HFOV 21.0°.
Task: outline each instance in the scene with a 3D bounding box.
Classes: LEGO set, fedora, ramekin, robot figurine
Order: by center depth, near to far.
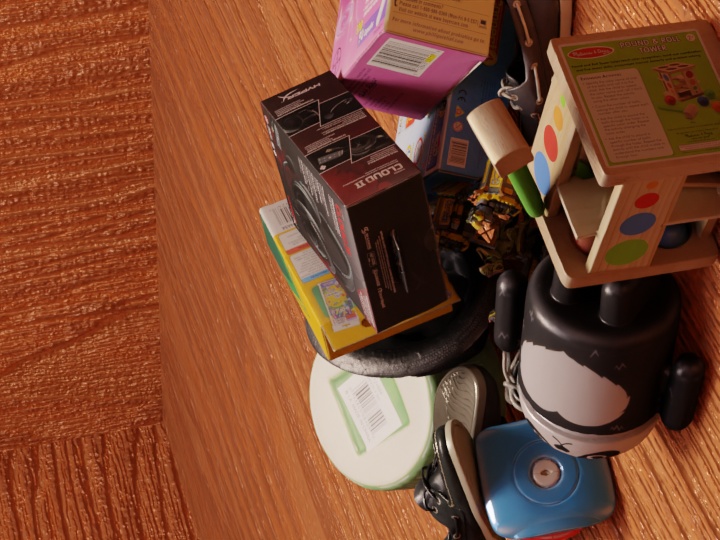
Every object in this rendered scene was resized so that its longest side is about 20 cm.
[{"bbox_3d":[0.187,0.059,1.541,0.201,0.124,0.151,92,161,-43],"label":"robot figurine"},{"bbox_3d":[0.131,-0.007,1.665,0.200,0.153,0.116,-24,48,64],"label":"LEGO set"},{"bbox_3d":[0.051,0.041,1.842,0.092,0.200,0.201,55,-170,-48],"label":"fedora"},{"bbox_3d":[0.041,0.128,1.962,0.199,0.097,0.201,5,97,44],"label":"ramekin"}]

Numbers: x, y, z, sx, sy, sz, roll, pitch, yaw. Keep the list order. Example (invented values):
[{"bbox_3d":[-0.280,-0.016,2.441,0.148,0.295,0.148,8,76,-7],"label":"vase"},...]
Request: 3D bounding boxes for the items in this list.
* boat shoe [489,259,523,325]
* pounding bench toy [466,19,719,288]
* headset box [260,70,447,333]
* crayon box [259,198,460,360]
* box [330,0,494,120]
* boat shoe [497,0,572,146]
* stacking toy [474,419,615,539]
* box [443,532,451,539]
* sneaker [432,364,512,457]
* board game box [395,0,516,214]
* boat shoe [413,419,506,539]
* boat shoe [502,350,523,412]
[{"bbox_3d":[0.124,0.023,1.887,0.200,0.067,0.072,-161,63,-74],"label":"boat shoe"},{"bbox_3d":[0.163,-0.073,1.409,0.156,0.199,0.125,103,154,-54],"label":"pounding bench toy"},{"bbox_3d":[-0.001,-0.056,1.684,0.200,0.077,0.149,53,163,46],"label":"headset box"},{"bbox_3d":[0.000,0.000,1.782,0.052,0.125,0.200,77,168,-46],"label":"crayon box"},{"bbox_3d":[0.050,-0.260,1.714,0.176,0.096,0.201,142,138,-69],"label":"box"},{"bbox_3d":[0.144,-0.174,1.699,0.073,0.062,0.201,-123,27,-53],"label":"boat shoe"},{"bbox_3d":[0.166,0.215,1.809,0.200,0.116,0.110,87,172,-69],"label":"stacking toy"},{"bbox_3d":[0.138,0.362,1.899,0.157,0.051,0.201,25,136,22],"label":"box"},{"bbox_3d":[0.130,0.154,1.856,0.201,0.106,0.075,94,153,-44],"label":"sneaker"},{"bbox_3d":[0.087,-0.166,1.815,0.196,0.056,0.201,153,127,-75],"label":"board game box"},{"bbox_3d":[0.083,0.205,1.779,0.200,0.066,0.075,62,-159,-55],"label":"boat shoe"},{"bbox_3d":[0.164,0.098,1.774,0.199,0.068,0.074,167,94,-76],"label":"boat shoe"}]
